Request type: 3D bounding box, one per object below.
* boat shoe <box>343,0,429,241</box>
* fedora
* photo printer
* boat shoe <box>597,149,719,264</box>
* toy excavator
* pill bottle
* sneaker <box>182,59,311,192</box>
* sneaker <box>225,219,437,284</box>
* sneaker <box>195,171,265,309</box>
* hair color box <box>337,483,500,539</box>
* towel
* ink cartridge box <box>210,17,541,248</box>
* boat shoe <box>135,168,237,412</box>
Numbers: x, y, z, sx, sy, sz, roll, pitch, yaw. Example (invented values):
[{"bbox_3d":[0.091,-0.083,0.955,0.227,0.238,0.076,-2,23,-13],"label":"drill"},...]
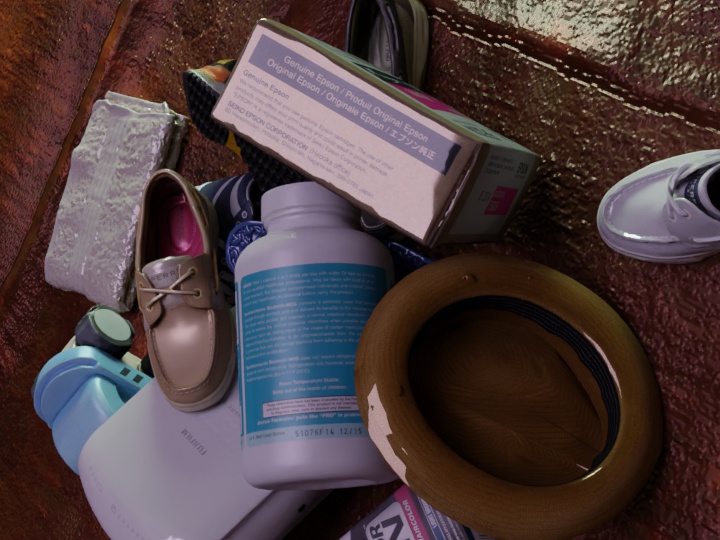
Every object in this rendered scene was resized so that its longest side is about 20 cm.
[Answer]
[{"bbox_3d":[0.011,-0.122,1.029,0.072,0.066,0.201,-7,75,42],"label":"boat shoe"},{"bbox_3d":[0.090,0.087,0.863,0.082,0.200,0.201,106,154,-63],"label":"fedora"},{"bbox_3d":[-0.105,0.137,1.005,0.200,0.069,0.166,-42,53,-12],"label":"photo printer"},{"bbox_3d":[0.220,-0.043,0.806,0.200,0.068,0.072,2,81,44],"label":"boat shoe"},{"bbox_3d":[-0.185,0.155,1.110,0.100,0.194,0.200,-46,24,25],"label":"toy excavator"},{"bbox_3d":[-0.029,0.045,0.912,0.111,0.111,0.200,-14,73,41],"label":"pill bottle"},{"bbox_3d":[-0.061,-0.120,1.084,0.200,0.090,0.070,41,147,38],"label":"sneaker"},{"bbox_3d":[0.000,0.000,1.011,0.200,0.078,0.070,19,102,22],"label":"sneaker"},{"bbox_3d":[-0.101,0.010,1.099,0.108,0.070,0.200,-19,64,41],"label":"sneaker"},{"bbox_3d":[0.020,0.231,0.934,0.200,0.060,0.100,-45,52,27],"label":"hair color box"},{"bbox_3d":[-0.234,-0.068,1.271,0.132,0.034,0.200,17,92,45],"label":"towel"},{"bbox_3d":[0.019,-0.086,0.886,0.165,0.200,0.075,30,100,14],"label":"ink cartridge box"},{"bbox_3d":[-0.141,0.010,1.019,0.074,0.069,0.200,-18,55,8],"label":"boat shoe"}]
